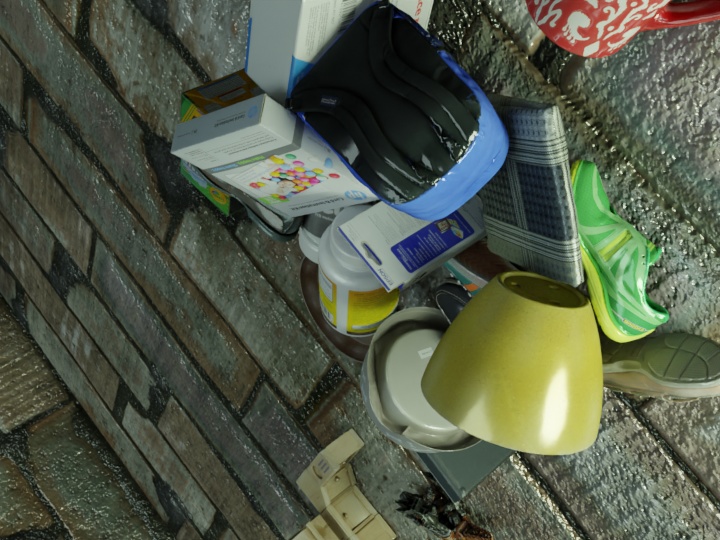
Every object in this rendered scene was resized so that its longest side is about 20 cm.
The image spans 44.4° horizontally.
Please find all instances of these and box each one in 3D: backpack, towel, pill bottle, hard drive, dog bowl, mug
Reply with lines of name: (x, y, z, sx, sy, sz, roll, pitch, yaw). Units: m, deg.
backpack: (0.060, -0.156, 0.926, 0.163, 0.168, 0.200, -48, 61, 15)
towel: (0.177, -0.092, 0.958, 0.200, 0.034, 0.193, -146, 39, -67)
pill bottle: (-0.027, -0.105, 1.196, 0.114, 0.114, 0.200, 41, 143, 24)
hard drive: (0.119, 0.200, 1.225, 0.200, 0.139, 0.033, 52, 145, 10)
dog bowl: (0.090, 0.151, 1.182, 0.200, 0.200, 0.059, 53, 145, 8)
mug: (0.240, -0.260, 0.718, 0.178, 0.133, 0.200, 55, 150, 9)
pill bottle: (0.000, 0.000, 1.144, 0.109, 0.109, 0.200, 45, 159, 19)

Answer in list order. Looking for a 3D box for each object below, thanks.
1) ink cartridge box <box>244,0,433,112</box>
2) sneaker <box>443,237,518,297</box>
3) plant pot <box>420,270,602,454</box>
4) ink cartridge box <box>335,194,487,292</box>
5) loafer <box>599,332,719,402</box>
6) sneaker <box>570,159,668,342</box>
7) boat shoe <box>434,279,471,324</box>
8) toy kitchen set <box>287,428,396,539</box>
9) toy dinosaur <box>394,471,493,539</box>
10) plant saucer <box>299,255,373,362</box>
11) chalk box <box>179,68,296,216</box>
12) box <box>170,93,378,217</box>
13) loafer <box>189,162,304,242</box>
ink cartridge box: (-0.019, -0.281, 0.969, 0.084, 0.200, 0.146, 44, 144, 24)
sneaker: (0.163, 0.028, 1.094, 0.200, 0.071, 0.080, 40, 138, 23)
plant pot: (0.179, 0.084, 0.954, 0.200, 0.200, 0.142, 29, 115, 37)
ink cartridge box: (0.065, -0.047, 1.045, 0.100, 0.200, 0.039, 52, 145, 12)
loafer: (0.328, 0.109, 0.962, 0.063, 0.072, 0.200, 53, 157, -22)
sneaker: (0.270, -0.026, 0.931, 0.083, 0.074, 0.200, -18, 96, 24)
boat shoe: (0.161, 0.094, 1.156, 0.200, 0.063, 0.073, 47, 145, 16)
toy kitchen set: (-0.038, 0.437, 1.596, 0.200, 0.163, 0.181, 49, 145, 13)
toy dinosaur: (0.136, 0.389, 1.426, 0.200, 0.102, 0.136, -8, 126, 35)
plant saucer: (-0.019, 0.050, 1.381, 0.200, 0.034, 0.201, 32, 138, 33)
chalk box: (-0.189, -0.178, 1.338, 0.124, 0.125, 0.200, 42, 142, 23)
box: (-0.094, -0.126, 1.030, 0.156, 0.200, 0.041, -8, 66, 41)
loafer: (-0.150, -0.126, 1.189, 0.200, 0.072, 0.063, 43, 132, 5)
